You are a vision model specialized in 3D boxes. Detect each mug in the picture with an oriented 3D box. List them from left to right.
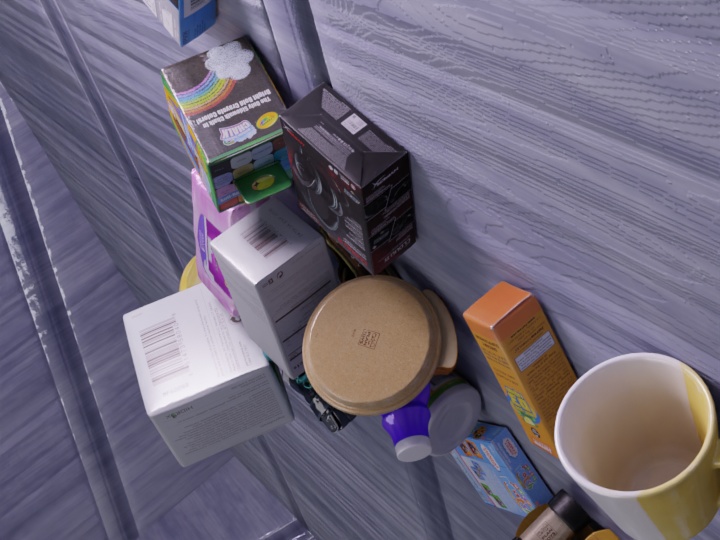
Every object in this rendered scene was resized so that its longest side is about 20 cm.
[{"bbox_3d":[0.286,0.192,1.098,0.187,0.149,0.154,44,171,46],"label":"mug"}]

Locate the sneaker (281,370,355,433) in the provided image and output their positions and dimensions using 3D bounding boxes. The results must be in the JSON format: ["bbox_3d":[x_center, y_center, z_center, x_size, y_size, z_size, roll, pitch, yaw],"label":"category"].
[{"bbox_3d":[-0.059,0.169,1.821,0.146,0.077,0.203,45,163,19],"label":"sneaker"}]

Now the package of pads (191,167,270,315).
[{"bbox_3d":[-0.183,-0.048,1.666,0.120,0.075,0.202,43,143,38],"label":"package of pads"}]

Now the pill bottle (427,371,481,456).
[{"bbox_3d":[0.068,0.161,1.652,0.200,0.111,0.112,38,159,39],"label":"pill bottle"}]

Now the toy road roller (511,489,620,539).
[{"bbox_3d":[0.291,0.395,1.538,0.200,0.123,0.146,44,176,26],"label":"toy road roller"}]

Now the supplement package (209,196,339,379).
[{"bbox_3d":[-0.104,0.026,1.591,0.117,0.117,0.201,38,156,38],"label":"supplement package"}]

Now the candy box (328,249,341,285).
[{"bbox_3d":[-0.056,0.041,1.802,0.201,0.071,0.167,58,163,-21],"label":"candy box"}]

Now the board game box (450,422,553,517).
[{"bbox_3d":[0.196,0.287,1.697,0.152,0.036,0.200,55,164,-11],"label":"board game box"}]

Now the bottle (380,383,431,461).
[{"bbox_3d":[0.050,0.152,1.543,0.066,0.082,0.202,118,147,-49],"label":"bottle"}]

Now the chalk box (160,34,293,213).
[{"bbox_3d":[-0.153,-0.167,1.475,0.124,0.124,0.202,91,153,-65],"label":"chalk box"}]

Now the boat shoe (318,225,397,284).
[{"bbox_3d":[0.000,0.000,1.577,0.072,0.068,0.201,26,149,55],"label":"boat shoe"}]

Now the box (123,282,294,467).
[{"bbox_3d":[-0.233,0.152,1.801,0.172,0.198,0.200,73,174,-52],"label":"box"}]

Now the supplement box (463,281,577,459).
[{"bbox_3d":[0.193,0.114,1.303,0.201,0.069,0.066,58,164,-25],"label":"supplement box"}]

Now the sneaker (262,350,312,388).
[{"bbox_3d":[-0.068,0.149,1.720,0.199,0.078,0.080,34,-153,-18],"label":"sneaker"}]

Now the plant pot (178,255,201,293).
[{"bbox_3d":[-0.203,0.011,1.963,0.201,0.200,0.190,45,146,22],"label":"plant pot"}]

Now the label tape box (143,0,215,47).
[{"bbox_3d":[-0.264,-0.401,1.468,0.200,0.066,0.143,48,163,8],"label":"label tape box"}]

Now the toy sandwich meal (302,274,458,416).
[{"bbox_3d":[0.024,0.096,1.501,0.205,0.205,0.070,43,175,25],"label":"toy sandwich meal"}]

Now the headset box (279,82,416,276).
[{"bbox_3d":[-0.011,-0.100,1.391,0.149,0.077,0.201,43,160,27],"label":"headset box"}]
